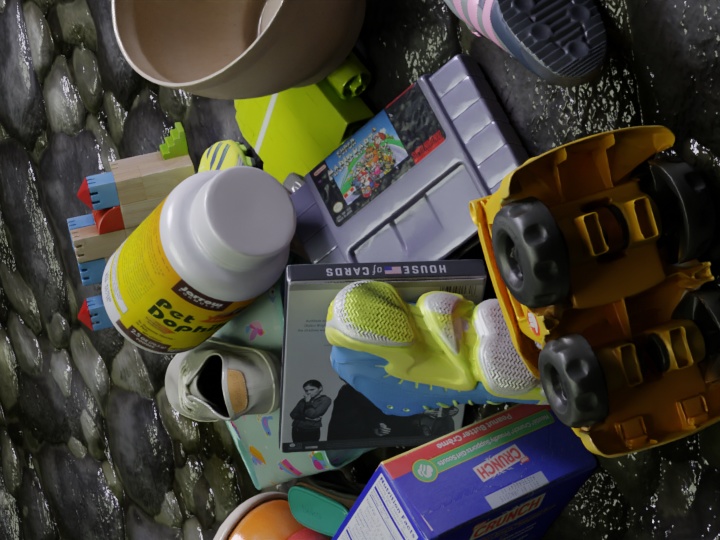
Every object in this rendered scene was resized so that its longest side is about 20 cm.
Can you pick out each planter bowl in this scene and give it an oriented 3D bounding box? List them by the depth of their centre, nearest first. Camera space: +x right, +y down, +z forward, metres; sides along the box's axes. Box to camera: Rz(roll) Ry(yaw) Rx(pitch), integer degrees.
[{"bbox_3d":[-0.081,-0.221,1.430,0.200,0.135,0.200,-14,67,35],"label":"planter bowl"}]

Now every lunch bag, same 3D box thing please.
[{"bbox_3d":[-0.056,0.075,1.560,0.170,0.122,0.200,-27,85,59],"label":"lunch bag"}]

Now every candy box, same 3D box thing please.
[{"bbox_3d":[0.064,0.197,1.366,0.077,0.169,0.200,57,143,22],"label":"candy box"}]

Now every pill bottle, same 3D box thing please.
[{"bbox_3d":[-0.128,-0.011,1.446,0.200,0.109,0.109,-38,70,55],"label":"pill bottle"}]

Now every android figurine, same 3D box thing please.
[{"bbox_3d":[-0.047,-0.129,1.536,0.200,0.041,0.182,52,142,28],"label":"android figurine"}]

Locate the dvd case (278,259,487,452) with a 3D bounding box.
[{"bbox_3d":[0.014,0.069,1.389,0.200,0.150,0.025,95,170,-45],"label":"dvd case"}]

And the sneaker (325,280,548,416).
[{"bbox_3d":[0.068,0.068,1.326,0.105,0.200,0.076,110,177,-54],"label":"sneaker"}]

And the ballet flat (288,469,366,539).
[{"bbox_3d":[0.015,0.218,1.549,0.200,0.068,0.068,30,128,49],"label":"ballet flat"}]

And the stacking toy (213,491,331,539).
[{"bbox_3d":[-0.032,0.294,1.631,0.200,0.146,0.146,13,114,37],"label":"stacking toy"}]

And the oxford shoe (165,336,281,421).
[{"bbox_3d":[-0.130,0.096,1.520,0.200,0.058,0.075,-5,96,61],"label":"oxford shoe"}]

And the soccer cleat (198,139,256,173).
[{"bbox_3d":[-0.130,-0.069,1.621,0.200,0.084,0.065,-125,23,-64],"label":"soccer cleat"}]

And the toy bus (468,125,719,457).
[{"bbox_3d":[0.150,0.020,1.212,0.192,0.136,0.200,159,93,-72],"label":"toy bus"}]

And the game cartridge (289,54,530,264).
[{"bbox_3d":[0.035,-0.058,1.367,0.200,0.038,0.130,-39,71,29],"label":"game cartridge"}]

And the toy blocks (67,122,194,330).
[{"bbox_3d":[-0.219,-0.030,1.730,0.100,0.137,0.200,-119,19,-60],"label":"toy blocks"}]

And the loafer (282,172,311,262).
[{"bbox_3d":[0.000,0.000,1.449,0.200,0.072,0.063,40,95,24],"label":"loafer"}]

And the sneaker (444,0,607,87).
[{"bbox_3d":[0.107,-0.185,1.261,0.200,0.070,0.082,57,161,33],"label":"sneaker"}]
